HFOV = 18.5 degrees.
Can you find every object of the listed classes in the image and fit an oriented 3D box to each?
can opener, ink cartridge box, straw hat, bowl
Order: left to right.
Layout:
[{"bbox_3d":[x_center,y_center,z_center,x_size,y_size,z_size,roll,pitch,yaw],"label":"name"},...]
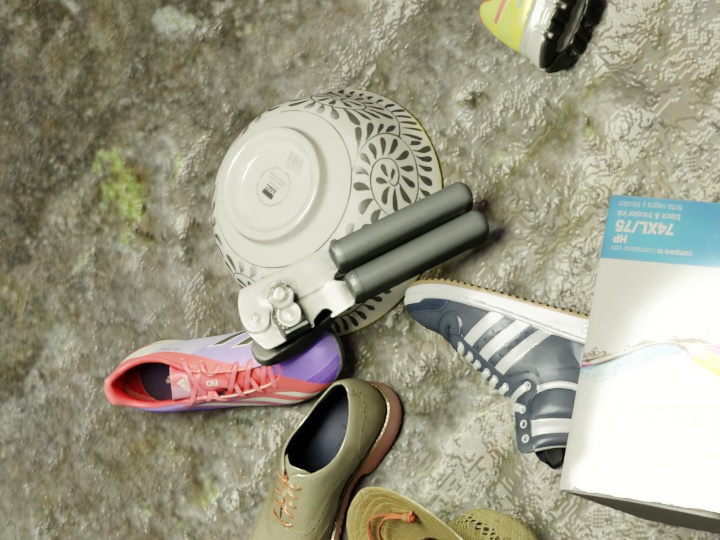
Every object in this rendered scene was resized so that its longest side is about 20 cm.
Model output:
[{"bbox_3d":[-0.045,-0.055,1.691,0.199,0.094,0.202,-8,74,29],"label":"bowl"},{"bbox_3d":[0.000,0.000,1.629,0.199,0.067,0.053,-29,69,-2],"label":"can opener"},{"bbox_3d":[0.086,0.216,1.541,0.085,0.202,0.201,-31,52,-29],"label":"straw hat"},{"bbox_3d":[0.239,0.068,1.455,0.145,0.146,0.202,6,80,31],"label":"ink cartridge box"}]

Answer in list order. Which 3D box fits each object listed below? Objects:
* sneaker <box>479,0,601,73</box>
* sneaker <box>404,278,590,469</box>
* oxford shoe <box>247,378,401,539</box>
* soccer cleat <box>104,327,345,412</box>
[{"bbox_3d":[0.147,-0.254,1.638,0.090,0.078,0.201,27,92,35],"label":"sneaker"},{"bbox_3d":[0.107,0.076,1.579,0.199,0.070,0.109,14,83,30],"label":"sneaker"},{"bbox_3d":[-0.047,0.165,1.645,0.071,0.074,0.201,29,93,33],"label":"oxford shoe"},{"bbox_3d":[-0.105,0.079,1.694,0.199,0.073,0.069,-7,98,31],"label":"soccer cleat"}]
